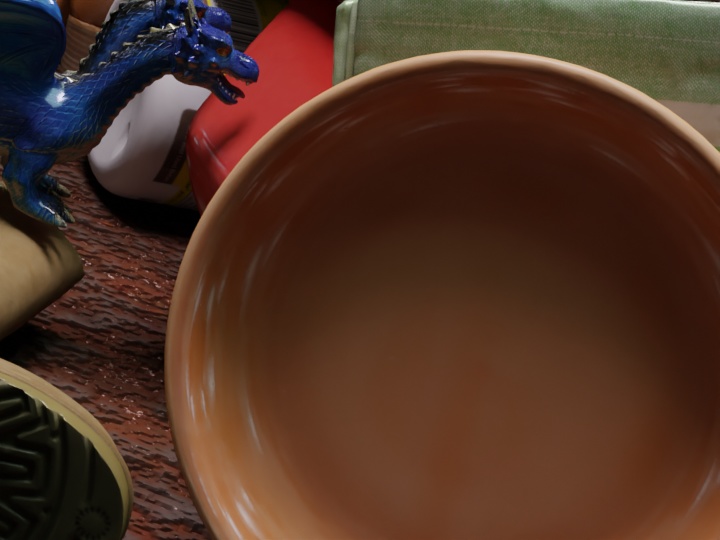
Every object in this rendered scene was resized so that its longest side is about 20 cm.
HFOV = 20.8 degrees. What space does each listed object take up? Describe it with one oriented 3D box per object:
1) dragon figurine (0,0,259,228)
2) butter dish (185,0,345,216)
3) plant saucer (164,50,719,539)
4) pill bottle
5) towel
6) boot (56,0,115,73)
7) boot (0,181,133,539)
[{"bbox_3d":[-0.140,-0.078,0.721,0.199,0.100,0.059,14,15,-14],"label":"dragon figurine"},{"bbox_3d":[0.000,0.000,0.764,0.200,0.148,0.200,43,-14,47],"label":"butter dish"},{"bbox_3d":[0.039,0.032,0.616,0.199,0.201,0.037,21,9,5],"label":"plant saucer"},{"bbox_3d":[-0.027,-0.075,0.964,0.199,0.110,0.109,10,22,-27],"label":"pill bottle"},{"bbox_3d":[0.061,0.009,0.647,0.151,0.201,0.023,6,14,10],"label":"towel"},{"bbox_3d":[-0.121,-0.177,1.075,0.073,0.156,0.200,14,20,-15],"label":"boot"},{"bbox_3d":[-0.134,0.021,0.675,0.174,0.067,0.200,22,18,4],"label":"boot"}]
